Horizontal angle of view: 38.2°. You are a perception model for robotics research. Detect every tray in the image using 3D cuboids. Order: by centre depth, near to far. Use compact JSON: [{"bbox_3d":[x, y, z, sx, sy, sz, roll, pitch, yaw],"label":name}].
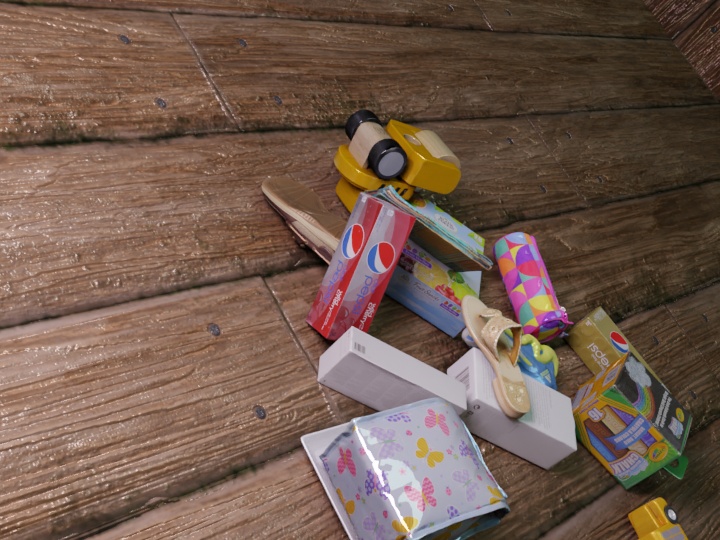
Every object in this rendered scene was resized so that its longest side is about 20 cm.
[{"bbox_3d":[0.000,0.292,1.318,0.107,0.022,0.201,-6,60,-48],"label":"tray"}]

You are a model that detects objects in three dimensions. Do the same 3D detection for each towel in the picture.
[{"bbox_3d":[0.094,-0.060,1.552,0.199,0.147,0.022,35,81,-13],"label":"towel"}]

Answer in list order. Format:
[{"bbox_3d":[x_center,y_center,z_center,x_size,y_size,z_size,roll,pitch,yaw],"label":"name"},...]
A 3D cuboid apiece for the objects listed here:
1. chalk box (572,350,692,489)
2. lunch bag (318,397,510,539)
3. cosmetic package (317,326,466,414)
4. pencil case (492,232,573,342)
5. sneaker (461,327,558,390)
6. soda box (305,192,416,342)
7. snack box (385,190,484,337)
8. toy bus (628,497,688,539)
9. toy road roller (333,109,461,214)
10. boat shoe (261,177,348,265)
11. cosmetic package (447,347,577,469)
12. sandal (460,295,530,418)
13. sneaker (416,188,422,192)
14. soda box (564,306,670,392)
[{"bbox_3d":[0.453,0.261,1.706,0.200,0.124,0.125,47,36,0],"label":"chalk box"},{"bbox_3d":[0.076,0.263,1.300,0.199,0.127,0.170,-11,61,-37],"label":"lunch bag"},{"bbox_3d":[0.045,0.155,1.441,0.199,0.083,0.051,29,37,-23],"label":"cosmetic package"},{"bbox_3d":[0.296,0.029,1.802,0.088,0.088,0.201,9,49,-38],"label":"pencil case"},{"bbox_3d":[0.248,0.149,1.649,0.199,0.076,0.106,21,44,-31],"label":"sneaker"},{"bbox_3d":[0.000,0.000,1.444,0.063,0.202,0.070,18,9,-35],"label":"soda box"},{"bbox_3d":[0.113,-0.017,1.678,0.168,0.068,0.201,32,37,-16],"label":"snack box"},{"bbox_3d":[0.478,0.456,1.596,0.078,0.065,0.201,-6,61,-45],"label":"toy bus"},{"bbox_3d":[0.047,-0.155,1.665,0.199,0.147,0.123,9,32,-36],"label":"toy road roller"},{"bbox_3d":[-0.078,-0.064,1.538,0.199,0.072,0.072,37,36,25],"label":"boat shoe"},{"bbox_3d":[0.228,0.210,1.575,0.199,0.071,0.102,28,40,-21],"label":"cosmetic package"},{"bbox_3d":[0.219,0.109,1.541,0.077,0.070,0.213,12,48,-37],"label":"sandal"},{"bbox_3d":[0.054,-0.193,1.770,0.199,0.088,0.076,3,56,-41],"label":"sneaker"},{"bbox_3d":[0.452,0.167,1.837,0.201,0.068,0.064,52,37,8],"label":"soda box"}]
